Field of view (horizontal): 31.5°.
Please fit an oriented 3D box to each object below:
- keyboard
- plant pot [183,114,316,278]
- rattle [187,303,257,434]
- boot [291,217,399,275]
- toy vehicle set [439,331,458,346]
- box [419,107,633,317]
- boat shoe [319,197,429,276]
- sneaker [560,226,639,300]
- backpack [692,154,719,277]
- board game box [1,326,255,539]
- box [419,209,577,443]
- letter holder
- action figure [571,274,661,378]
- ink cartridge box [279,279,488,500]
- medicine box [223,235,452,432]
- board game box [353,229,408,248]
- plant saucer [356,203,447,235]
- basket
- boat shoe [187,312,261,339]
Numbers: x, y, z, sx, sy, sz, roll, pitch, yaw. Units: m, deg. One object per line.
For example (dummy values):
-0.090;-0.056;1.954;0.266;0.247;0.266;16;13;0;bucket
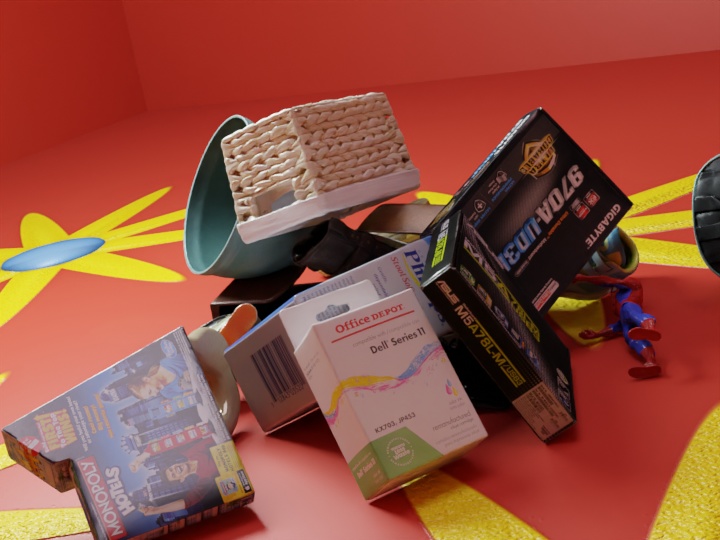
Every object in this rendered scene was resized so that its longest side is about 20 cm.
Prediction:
0.129;0.102;1.402;0.103;0.040;0.200;7;27;13;keyboard
-0.120;-0.078;1.588;0.133;0.202;0.200;15;4;-26;plant pot
-0.195;0.131;1.407;0.143;0.130;0.201;-49;12;37;rattle
0.000;0.000;1.512;0.173;0.070;0.200;16;-30;-14;boot
0.124;0.055;1.574;0.123;0.027;0.200;-14;16;-8;toy vehicle set
0.186;-0.055;1.417;0.200;0.159;0.046;-48;9;-16;box
0.026;-0.034;1.882;0.199;0.065;0.072;-28;18;11;boat shoe
0.237;-0.016;1.502;0.198;0.080;0.131;-2;-19;-23;sneaker
0.485;-0.065;1.477;0.198;0.177;0.153;-9;-1;13;backpack
-0.228;0.175;1.215;0.198;0.062;0.201;-18;56;-17;board game box
0.140;0.051;1.279;0.047;0.200;0.193;-36;9;18;box
-0.085;0.050;1.606;0.141;0.101;0.200;-5;17;15;letter holder
0.273;0.053;1.404;0.098;0.066;0.200;0;18;7;action figure
0.018;0.096;1.195;0.116;0.201;0.067;-20;-18;-27;ink cartridge box
-0.013;0.069;1.359;0.199;0.103;0.182;-24;-7;-37;medicine box
0.009;-0.027;1.703;0.199;0.044;0.198;15;1;45;board game box
0.094;-0.059;1.516;0.198;0.036;0.200;3;1;0;plant saucer
-0.047;-0.120;1.454;0.135;0.124;0.199;-19;-1;38;basket
-0.198;0.116;1.470;0.200;0.072;0.066;-36;14;-12;boat shoe
